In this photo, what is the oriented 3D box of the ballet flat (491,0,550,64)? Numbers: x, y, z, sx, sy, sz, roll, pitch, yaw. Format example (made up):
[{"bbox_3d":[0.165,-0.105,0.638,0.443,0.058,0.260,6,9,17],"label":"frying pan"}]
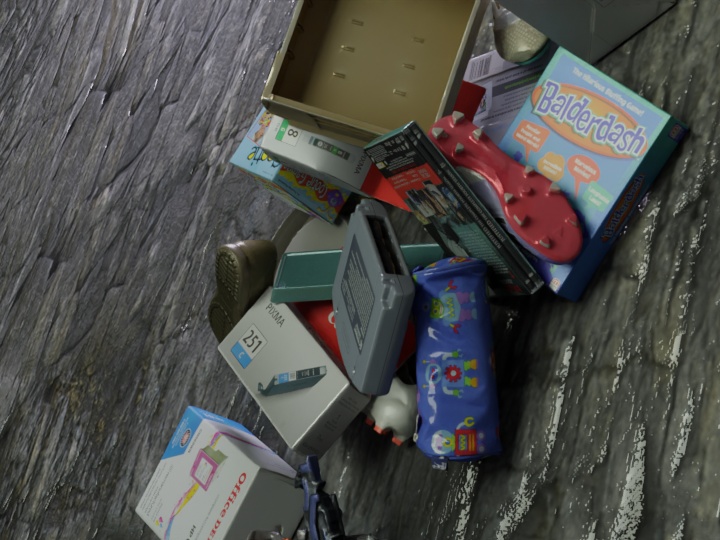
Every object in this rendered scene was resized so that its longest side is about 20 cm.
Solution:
[{"bbox_3d":[0.161,-0.281,1.747,0.067,0.062,0.200,-31,24,17],"label":"ballet flat"}]

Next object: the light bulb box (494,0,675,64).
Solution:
[{"bbox_3d":[0.201,-0.354,1.671,0.125,0.198,0.201,-34,45,34],"label":"light bulb box"}]

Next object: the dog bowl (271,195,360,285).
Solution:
[{"bbox_3d":[-0.041,0.008,1.893,0.200,0.058,0.201,-33,45,40],"label":"dog bowl"}]

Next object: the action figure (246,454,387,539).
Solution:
[{"bbox_3d":[-0.027,0.285,1.657,0.193,0.104,0.202,-12,84,44],"label":"action figure"}]

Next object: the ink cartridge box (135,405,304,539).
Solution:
[{"bbox_3d":[-0.157,0.260,1.861,0.200,0.084,0.145,29,92,55],"label":"ink cartridge box"}]

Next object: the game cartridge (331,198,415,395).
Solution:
[{"bbox_3d":[0.010,0.031,1.639,0.200,0.041,0.134,-107,24,-59],"label":"game cartridge"}]

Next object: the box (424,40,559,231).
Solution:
[{"bbox_3d":[0.147,-0.142,1.749,0.155,0.041,0.202,-16,56,48],"label":"box"}]

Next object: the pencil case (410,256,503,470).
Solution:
[{"bbox_3d":[0.088,0.088,1.582,0.086,0.078,0.202,-4,89,10],"label":"pencil case"}]

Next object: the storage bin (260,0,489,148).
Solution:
[{"bbox_3d":[0.016,-0.235,1.710,0.094,0.197,0.202,56,-128,-77],"label":"storage bin"}]

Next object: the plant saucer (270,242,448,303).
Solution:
[{"bbox_3d":[0.000,0.000,1.770,0.198,0.019,0.070,-4,42,18],"label":"plant saucer"}]

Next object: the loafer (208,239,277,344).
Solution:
[{"bbox_3d":[-0.126,0.037,1.859,0.076,0.067,0.201,58,155,26],"label":"loafer"}]

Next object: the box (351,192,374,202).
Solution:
[{"bbox_3d":[-0.016,-0.148,1.971,0.200,0.048,0.118,22,86,59],"label":"box"}]

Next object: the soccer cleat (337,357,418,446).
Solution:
[{"bbox_3d":[0.011,0.115,1.751,0.078,0.069,0.200,-55,39,-1],"label":"soccer cleat"}]

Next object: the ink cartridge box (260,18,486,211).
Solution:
[{"bbox_3d":[0.012,-0.165,1.762,0.199,0.050,0.162,22,82,21],"label":"ink cartridge box"}]

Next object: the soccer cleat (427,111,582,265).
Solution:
[{"bbox_3d":[0.137,-0.071,1.580,0.067,0.077,0.200,-38,67,-20],"label":"soccer cleat"}]

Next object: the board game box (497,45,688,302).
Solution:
[{"bbox_3d":[0.202,-0.095,1.598,0.152,0.045,0.201,38,101,36],"label":"board game box"}]

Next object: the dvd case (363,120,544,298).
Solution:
[{"bbox_3d":[0.088,-0.055,1.608,0.022,0.200,0.146,-40,7,-13],"label":"dvd case"}]

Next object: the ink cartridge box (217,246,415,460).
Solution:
[{"bbox_3d":[-0.046,0.078,1.746,0.176,0.045,0.200,-48,42,4],"label":"ink cartridge box"}]

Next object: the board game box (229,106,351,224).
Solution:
[{"bbox_3d":[-0.039,-0.172,1.875,0.105,0.103,0.201,26,82,54],"label":"board game box"}]
